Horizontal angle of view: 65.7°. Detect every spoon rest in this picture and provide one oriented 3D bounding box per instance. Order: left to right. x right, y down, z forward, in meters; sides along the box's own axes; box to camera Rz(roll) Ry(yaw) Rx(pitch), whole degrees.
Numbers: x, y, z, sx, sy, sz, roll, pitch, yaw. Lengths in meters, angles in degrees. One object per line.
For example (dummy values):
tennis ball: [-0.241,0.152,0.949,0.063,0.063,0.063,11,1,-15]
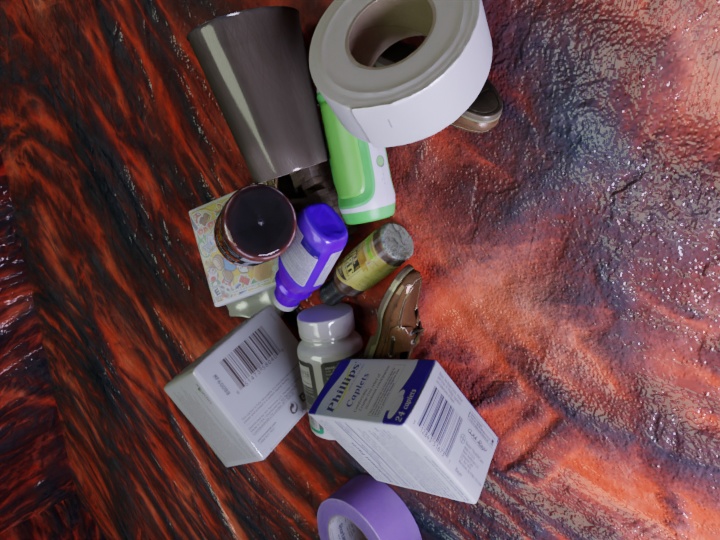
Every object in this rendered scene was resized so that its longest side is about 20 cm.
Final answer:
spoon rest: [-0.211,0.062,1.106,0.198,0.060,0.101,-19,92,49]

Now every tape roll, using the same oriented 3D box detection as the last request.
tape roll: [0.015,0.489,1.020,0.198,0.084,0.204,19,118,41]
tape roll: [0.043,-0.243,0.620,0.199,0.071,0.206,-9,65,21]

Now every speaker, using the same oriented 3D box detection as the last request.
speaker: [-0.005,-0.172,0.776,0.087,0.088,0.204,0,106,46]

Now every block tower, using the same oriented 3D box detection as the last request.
block tower: [-0.067,-0.133,0.879,0.054,0.057,0.203,-19,93,48]

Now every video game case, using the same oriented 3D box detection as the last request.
video game case: [-0.201,-0.051,0.997,0.197,0.023,0.186,-18,86,19]

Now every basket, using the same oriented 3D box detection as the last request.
basket: [-0.125,-0.234,0.771,0.134,0.180,0.204,-8,106,36]

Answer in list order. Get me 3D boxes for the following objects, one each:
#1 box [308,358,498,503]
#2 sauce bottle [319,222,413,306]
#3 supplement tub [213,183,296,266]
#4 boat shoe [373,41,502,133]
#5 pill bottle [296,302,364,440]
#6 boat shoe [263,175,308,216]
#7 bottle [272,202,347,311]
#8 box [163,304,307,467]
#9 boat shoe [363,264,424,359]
box: [0.061,0.221,0.794,0.198,0.106,0.185,-9,129,47]
sauce bottle: [0.000,0.000,0.853,0.200,0.064,0.065,-39,77,46]
supplement tub: [-0.165,-0.060,0.843,0.200,0.105,0.109,-11,99,71]
boat shoe: [0.091,-0.211,0.678,0.200,0.071,0.069,45,151,34]
pill bottle: [-0.044,0.165,0.931,0.112,0.112,0.204,7,111,44]
boat shoe: [-0.113,-0.100,0.918,0.071,0.075,0.204,-8,101,62]
bottle: [-0.087,-0.011,0.861,0.084,0.065,0.201,53,138,21]
box: [-0.209,0.216,1.033,0.170,0.199,0.201,-28,100,48]
boat shoe: [0.063,0.081,0.814,0.068,0.072,0.202,35,137,22]
